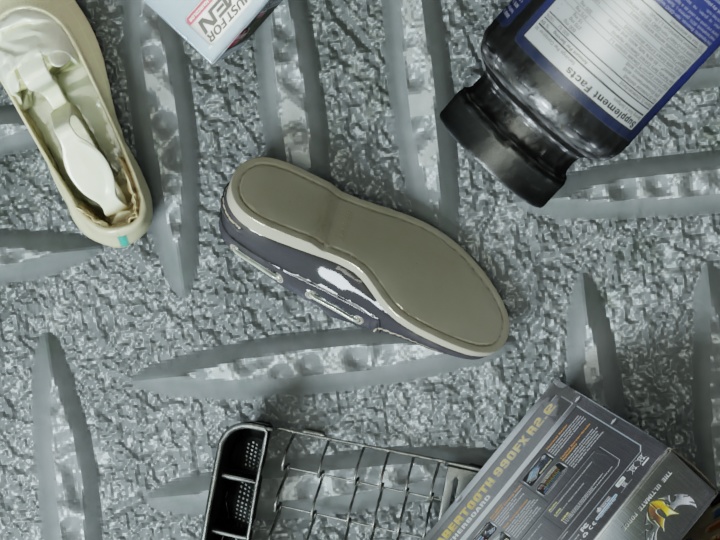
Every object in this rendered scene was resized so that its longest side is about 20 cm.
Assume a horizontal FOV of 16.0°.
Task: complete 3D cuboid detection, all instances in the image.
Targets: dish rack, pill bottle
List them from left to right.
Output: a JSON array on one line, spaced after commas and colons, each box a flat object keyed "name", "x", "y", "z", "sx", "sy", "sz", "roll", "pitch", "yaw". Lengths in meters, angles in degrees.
[{"name": "dish rack", "x": 0.000, "y": 0.181, "z": 1.627, "sx": 0.199, "sy": 0.055, "sz": 0.154, "roll": 11, "pitch": 102, "yaw": 4}, {"name": "pill bottle", "x": 0.143, "y": -0.139, "z": 1.526, "sx": 0.112, "sy": 0.112, "sz": 0.200, "roll": 42, "pitch": 102, "yaw": -2}]

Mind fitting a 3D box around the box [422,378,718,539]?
[{"name": "box", "x": 0.103, "y": 0.173, "z": 1.535, "sx": 0.048, "sy": 0.158, "sz": 0.200, "roll": 42, "pitch": 85, "yaw": -24}]

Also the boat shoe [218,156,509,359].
[{"name": "boat shoe", "x": 0.000, "y": 0.000, "z": 1.605, "sx": 0.200, "sy": 0.073, "sz": 0.063, "roll": 30, "pitch": 145, "yaw": -4}]

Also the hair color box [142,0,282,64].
[{"name": "hair color box", "x": -0.137, "y": -0.217, "z": 1.552, "sx": 0.200, "sy": 0.099, "sz": 0.061, "roll": 42, "pitch": 101, "yaw": -2}]

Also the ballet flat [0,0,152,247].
[{"name": "ballet flat", "x": -0.186, "y": -0.106, "z": 1.594, "sx": 0.069, "sy": 0.069, "sz": 0.201, "roll": -27, "pitch": 95, "yaw": 10}]

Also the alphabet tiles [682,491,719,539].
[{"name": "alphabet tiles", "x": 0.205, "y": 0.163, "z": 1.542, "sx": 0.200, "sy": 0.167, "sz": 0.008, "roll": -31, "pitch": 94, "yaw": 11}]
